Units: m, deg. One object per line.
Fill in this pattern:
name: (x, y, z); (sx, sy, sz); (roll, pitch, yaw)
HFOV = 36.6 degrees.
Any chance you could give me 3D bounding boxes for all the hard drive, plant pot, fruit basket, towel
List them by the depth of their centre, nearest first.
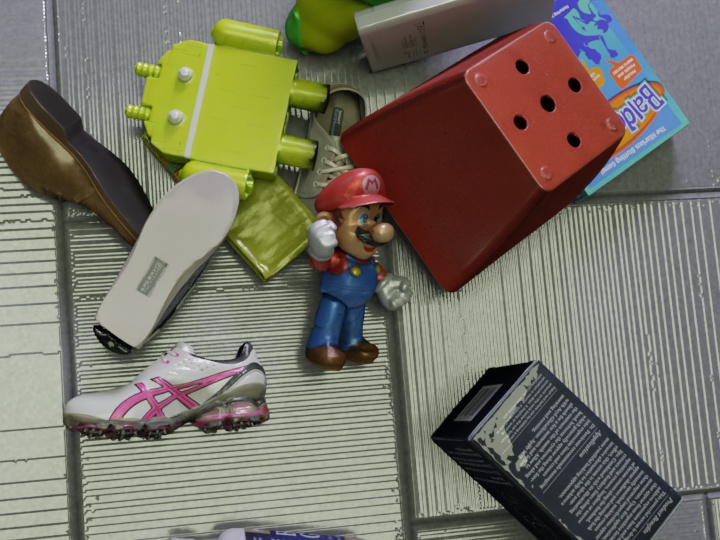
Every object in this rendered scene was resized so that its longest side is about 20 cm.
plant pot: (0.139, -0.129, 1.084); (0.200, 0.176, 0.200); (-35, 90, -32)
hard drive: (0.099, -0.260, 1.117); (0.200, 0.132, 0.027); (-15, 80, 5)
towel: (-0.131, -0.089, 1.118); (0.086, 0.018, 0.200); (-41, 84, -5)
fruit basket: (0.001, -0.320, 1.128); (0.215, 0.216, 0.156); (-11, 84, -12)

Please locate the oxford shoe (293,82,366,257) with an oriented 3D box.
oxford shoe: (-0.028, -0.103, 1.137); (0.075, 0.058, 0.200); (6, 83, -12)

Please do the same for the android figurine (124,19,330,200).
android figurine: (-0.135, -0.164, 1.101); (0.200, 0.041, 0.182); (13, 81, 0)

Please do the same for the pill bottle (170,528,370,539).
pill bottle: (-0.086, 0.305, 1.039); (0.200, 0.111, 0.111); (7, 81, -10)

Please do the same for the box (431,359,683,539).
box: (0.190, 0.196, 1.088); (0.200, 0.148, 0.107); (44, 77, -3)

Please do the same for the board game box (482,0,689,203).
board game box: (0.245, -0.199, 1.208); (0.152, 0.045, 0.200); (-36, 90, -13)

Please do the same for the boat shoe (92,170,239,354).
boat shoe: (-0.191, -0.008, 1.071); (0.075, 0.093, 0.200); (37, 81, -4)

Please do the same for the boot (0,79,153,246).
boot: (-0.283, -0.091, 1.093); (0.075, 0.074, 0.200); (-39, 96, 16)

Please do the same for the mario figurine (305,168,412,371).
mario figurine: (0.000, 0.000, 1.073); (0.106, 0.123, 0.200); (6, 102, 4)

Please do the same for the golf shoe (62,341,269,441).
golf shoe: (-0.191, 0.118, 1.070); (0.200, 0.073, 0.092); (-4, 76, -21)
